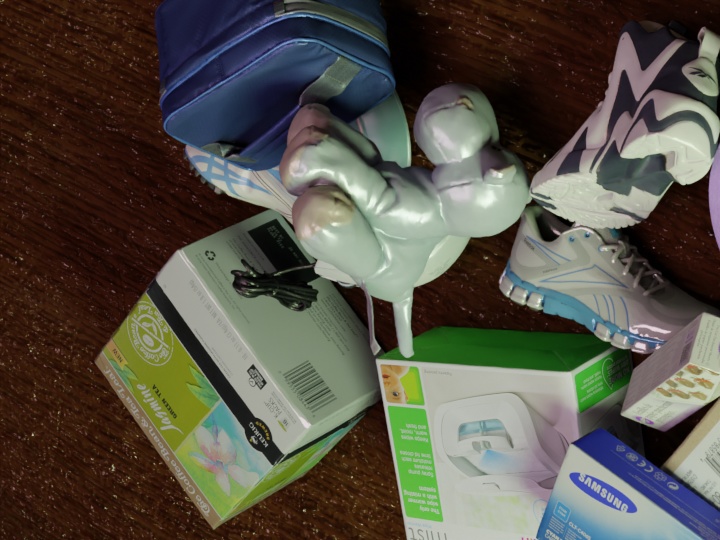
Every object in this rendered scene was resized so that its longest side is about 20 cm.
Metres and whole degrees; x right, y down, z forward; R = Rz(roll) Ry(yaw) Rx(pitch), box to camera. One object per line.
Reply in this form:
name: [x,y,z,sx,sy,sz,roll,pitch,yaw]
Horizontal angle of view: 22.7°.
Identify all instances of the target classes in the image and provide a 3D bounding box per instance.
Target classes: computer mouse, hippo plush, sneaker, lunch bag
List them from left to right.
lunch bag: [-0.077,-0.166,1.451,0.199,0.135,0.133,-31,54,35]
sneaker: [-0.072,-0.084,1.549,0.199,0.072,0.073,25,102,35]
computer mouse: [0.000,0.000,1.495,0.198,0.110,0.044,-14,72,19]
hippo plush: [0.043,-0.059,1.362,0.160,0.159,0.201,-25,77,18]
sneaker: [0.192,0.002,1.372,0.199,0.075,0.087,21,115,35]
sneaker: [0.200,-0.115,1.304,0.079,0.130,0.199,25,157,-10]

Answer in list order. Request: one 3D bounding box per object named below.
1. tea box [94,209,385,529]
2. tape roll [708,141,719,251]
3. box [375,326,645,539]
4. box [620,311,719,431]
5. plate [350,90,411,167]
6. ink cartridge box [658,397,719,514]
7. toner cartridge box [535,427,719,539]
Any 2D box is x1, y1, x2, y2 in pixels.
tea box: [-0.106,0.089,1.634,0.200,0.133,0.197,52,134,12]
tape roll: [0.331,-0.034,1.201,0.200,0.065,0.201,34,139,35]
box: [0.128,0.145,1.473,0.199,0.096,0.178,3,107,40]
box: [0.230,0.075,1.275,0.038,0.042,0.200,20,164,0]
plate: [-0.040,-0.117,1.563,0.199,0.025,0.202,19,120,37]
ink cartridge box: [0.313,0.154,1.273,0.165,0.075,0.200,48,154,16]
toner cartridge box: [0.227,0.211,1.311,0.199,0.043,0.096,35,125,30]
